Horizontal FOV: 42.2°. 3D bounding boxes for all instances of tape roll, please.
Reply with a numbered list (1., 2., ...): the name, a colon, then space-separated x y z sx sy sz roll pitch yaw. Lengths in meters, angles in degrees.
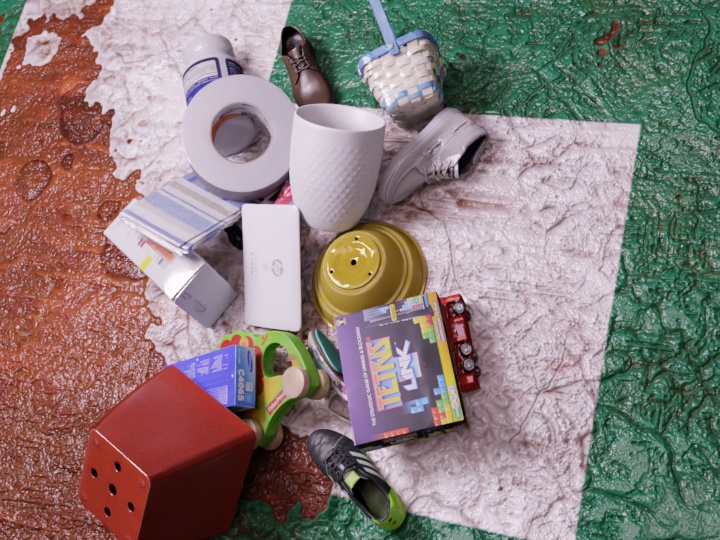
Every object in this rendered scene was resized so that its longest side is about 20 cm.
1. tape roll: -0.198 -0.221 1.565 0.197 0.066 0.203 1 80 -4

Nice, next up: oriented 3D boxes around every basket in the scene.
1. basket: 0.064 -0.353 1.560 0.138 0.176 0.202 -26 82 9

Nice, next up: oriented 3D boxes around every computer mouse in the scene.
1. computer mouse: -0.168 -0.137 1.629 0.200 0.044 0.110 -40 65 4

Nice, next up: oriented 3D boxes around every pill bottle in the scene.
1. pill bottle: -0.261 -0.321 1.691 0.114 0.116 0.202 -19 65 12

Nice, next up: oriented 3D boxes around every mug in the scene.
1. mug: -0.029 -0.167 1.509 0.146 0.200 0.177 20 117 24

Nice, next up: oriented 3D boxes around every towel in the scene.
1. towel: -0.284 -0.097 1.547 0.146 0.024 0.200 28 38 18

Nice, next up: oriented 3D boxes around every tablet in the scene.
1. tablet: -0.146 -0.006 1.521 0.129 0.014 0.203 5 99 39

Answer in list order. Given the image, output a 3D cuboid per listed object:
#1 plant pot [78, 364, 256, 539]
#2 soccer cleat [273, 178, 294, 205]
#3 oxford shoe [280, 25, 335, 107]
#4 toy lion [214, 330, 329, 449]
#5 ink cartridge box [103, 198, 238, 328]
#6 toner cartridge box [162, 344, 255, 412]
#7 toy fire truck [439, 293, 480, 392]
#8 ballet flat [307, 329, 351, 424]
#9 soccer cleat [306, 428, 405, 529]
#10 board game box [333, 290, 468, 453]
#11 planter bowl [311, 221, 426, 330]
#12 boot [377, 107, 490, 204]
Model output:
1. plant pot: -0.303 0.294 1.389 0.199 0.175 0.202 32 118 27
2. soccer cleat: -0.126 -0.105 1.576 0.200 0.077 0.067 -49 46 -6
3. oxford shoe: -0.104 -0.354 1.667 0.072 0.084 0.202 -28 65 5
4. toy lion: -0.161 0.169 1.473 0.200 0.068 0.193 -47 56 24
5. ink cartridge box: -0.317 -0.011 1.576 0.200 0.145 0.084 40 84 27
6. toner cartridge box: -0.244 0.185 1.483 0.199 0.043 0.096 -18 67 42
7. toy fire truck: 0.108 0.144 1.418 0.139 0.049 0.202 -14 66 14
8. ballet flat: -0.035 0.181 1.450 0.071 0.069 0.200 -48 64 10
9. soccer cleat: -0.011 0.301 1.381 0.200 0.081 0.068 40 86 28
10. board game box: 0.058 0.148 1.370 0.163 0.057 0.202 -15 65 8
11. planter bowl: 0.000 0.000 1.493 0.198 0.083 0.203 -7 69 17
12. boot: 0.121 -0.173 1.520 0.095 0.074 0.200 37 84 34
